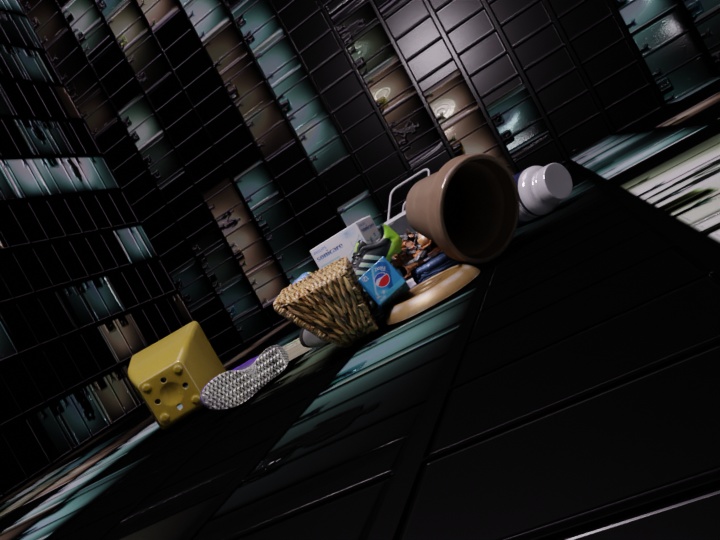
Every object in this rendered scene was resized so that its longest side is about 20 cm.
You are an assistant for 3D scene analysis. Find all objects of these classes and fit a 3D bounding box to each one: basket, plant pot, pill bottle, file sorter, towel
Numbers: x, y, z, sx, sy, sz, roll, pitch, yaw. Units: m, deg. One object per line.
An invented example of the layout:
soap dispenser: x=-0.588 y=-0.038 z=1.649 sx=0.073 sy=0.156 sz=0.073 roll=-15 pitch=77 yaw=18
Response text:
basket: x=-0.058 y=0.076 z=1.081 sx=0.147 sy=0.144 sz=0.200 roll=-27 pitch=8 yaw=1
plant pot: x=-0.445 y=0.271 z=1.434 sx=0.192 sy=0.198 sz=0.200 roll=-29 pitch=11 yaw=-5
pill bottle: x=0.383 y=-0.172 z=1.348 sx=0.110 sy=0.112 sz=0.200 roll=-30 pitch=2 yaw=-27
file sorter: x=0.176 y=-0.124 z=1.432 sx=0.138 sy=0.199 sz=0.126 roll=-27 pitch=39 yaw=37
towel: x=0.206 y=-0.029 z=1.285 sx=0.198 sy=0.049 sz=0.112 roll=-31 pitch=2 yaw=-3
plant pot: x=0.127 y=0.038 z=1.084 sx=0.198 sy=0.028 sz=0.200 roll=-30 pitch=3 yaw=2
plant pot: x=0.180 y=-0.122 z=1.146 sx=0.199 sy=0.203 sz=0.174 roll=-30 pitch=20 yaw=-23

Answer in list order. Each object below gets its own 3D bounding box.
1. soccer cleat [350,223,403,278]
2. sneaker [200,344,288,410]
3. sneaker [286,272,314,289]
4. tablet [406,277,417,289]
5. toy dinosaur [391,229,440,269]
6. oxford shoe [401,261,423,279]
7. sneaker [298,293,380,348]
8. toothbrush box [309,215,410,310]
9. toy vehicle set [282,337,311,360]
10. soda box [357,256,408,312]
soccer cleat: x=0.003 y=-0.012 z=1.248 sx=0.200 sy=0.081 sz=0.067 roll=-46 pitch=13 yaw=-5
sneaker: x=-0.239 y=0.228 z=1.192 sx=0.199 sy=0.070 sz=0.099 roll=-26 pitch=-7 yaw=-39
sneaker: x=-0.102 y=0.077 z=1.348 sx=0.082 sy=0.071 sz=0.200 roll=-26 pitch=-42 yaw=12
tablet: x=0.107 y=0.042 z=1.477 sx=0.129 sy=0.014 sz=0.199 roll=-32 pitch=2 yaw=-38
toy dinosaur: x=0.149 y=-0.063 z=1.287 sx=0.197 sy=0.103 sz=0.137 roll=-6 pitch=34 yaw=19
oxford shoe: x=0.134 y=-0.009 z=1.525 sx=0.197 sy=0.072 sz=0.071 roll=-22 pitch=13 yaw=-8
sneaker: x=-0.051 y=0.109 z=1.270 sx=0.198 sy=0.075 sz=0.079 roll=-29 pitch=7 yaw=14
toothbrush box: x=0.000 y=0.000 z=1.356 sx=0.145 sy=0.202 sz=0.085 roll=-27 pitch=2 yaw=30
toy vehicle set: x=-0.168 y=0.195 z=1.439 sx=0.198 sy=0.027 sz=0.124 roll=-30 pitch=2 yaw=12
soda box: x=0.048 y=0.032 z=1.146 sx=0.068 sy=0.064 sz=0.200 roll=-42 pitch=-10 yaw=-1
